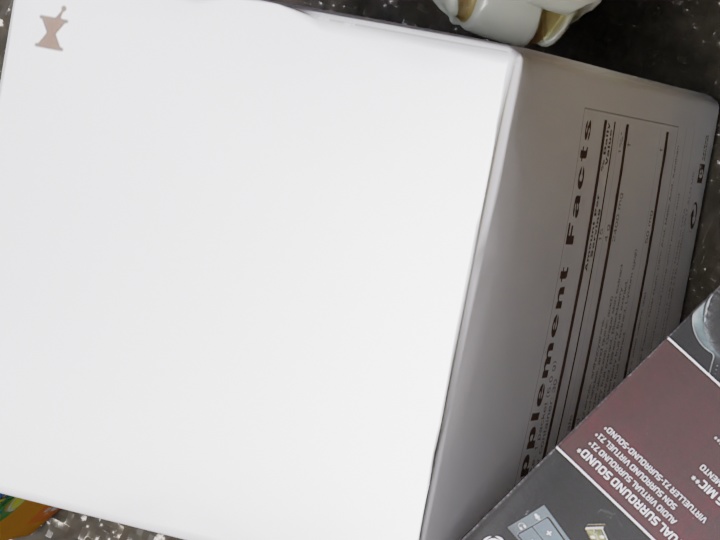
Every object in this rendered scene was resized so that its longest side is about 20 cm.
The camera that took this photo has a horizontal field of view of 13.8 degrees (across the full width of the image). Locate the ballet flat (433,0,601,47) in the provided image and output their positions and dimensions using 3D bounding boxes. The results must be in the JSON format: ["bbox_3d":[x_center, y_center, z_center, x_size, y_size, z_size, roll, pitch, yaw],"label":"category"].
[{"bbox_3d":[0.045,-0.092,0.720,0.073,0.200,0.074,2,83,-19],"label":"ballet flat"}]

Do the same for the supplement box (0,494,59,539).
[{"bbox_3d":[-0.122,0.035,0.769,0.066,0.200,0.069,-40,81,16],"label":"supplement box"}]

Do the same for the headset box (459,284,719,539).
[{"bbox_3d":[0.073,0.086,0.667,0.200,0.149,0.077,-43,68,-6],"label":"headset box"}]

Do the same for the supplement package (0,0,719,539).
[{"bbox_3d":[0.000,0.000,0.726,0.121,0.200,0.120,12,94,19],"label":"supplement package"}]
